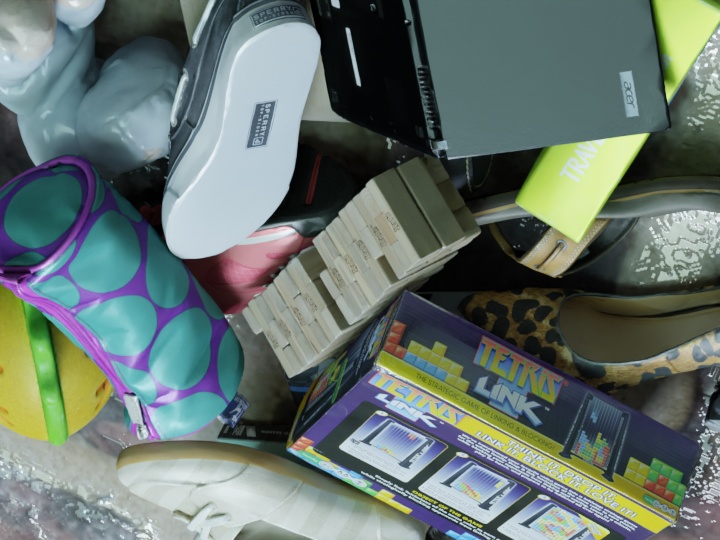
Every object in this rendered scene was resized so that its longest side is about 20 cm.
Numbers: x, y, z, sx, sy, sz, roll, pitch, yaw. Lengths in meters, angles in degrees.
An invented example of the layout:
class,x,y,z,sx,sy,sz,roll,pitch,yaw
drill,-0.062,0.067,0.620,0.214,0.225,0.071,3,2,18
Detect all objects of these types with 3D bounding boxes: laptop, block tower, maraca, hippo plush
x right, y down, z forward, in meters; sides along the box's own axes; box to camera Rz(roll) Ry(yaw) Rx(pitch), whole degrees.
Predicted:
class,x,y,z,sx,sy,sz,roll,pitch,yaw
laptop,0.053,-0.159,1.457,0.200,0.103,0.178,27,132,60
block tower,0.000,0.000,1.622,0.058,0.054,0.200,60,149,7
maraca,-0.200,0.038,1.747,0.106,0.200,0.138,-14,81,-7
hippo plush,-0.185,-0.107,1.628,0.199,0.160,0.161,-17,116,33

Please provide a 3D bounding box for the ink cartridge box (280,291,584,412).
class,x,y,z,sx,sy,sz,roll,pitch,yaw
ink cartridge box,0.048,0.062,1.729,0.199,0.039,0.100,-2,123,26

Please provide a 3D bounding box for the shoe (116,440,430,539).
class,x,y,z,sx,sy,sz,roll,pitch,yaw
shoe,-0.054,0.149,1.713,0.199,0.054,0.070,15,153,-10

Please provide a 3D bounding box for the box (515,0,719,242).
class,x,y,z,sx,sy,sz,roll,pitch,yaw
box,0.158,-0.121,1.482,0.047,0.122,0.200,32,132,1

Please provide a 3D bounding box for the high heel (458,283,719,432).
class,x,y,z,sx,sy,sz,roll,pitch,yaw
high heel,0.167,0.019,1.611,0.199,0.072,0.143,18,139,-10

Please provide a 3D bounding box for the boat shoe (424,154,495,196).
class,x,y,z,sx,sy,sz,roll,pitch,yaw
boat shoe,0.081,-0.119,1.554,0.062,0.073,0.201,19,126,14

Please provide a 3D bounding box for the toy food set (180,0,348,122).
class,x,y,z,sx,sy,sz,roll,pitch,yaw
toy food set,-0.027,-0.167,1.586,0.142,0.061,0.201,4,133,17

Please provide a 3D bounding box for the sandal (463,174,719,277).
class,x,y,z,sx,sy,sz,roll,pitch,yaw
sandal,0.128,-0.024,1.596,0.199,0.082,0.055,-3,93,19

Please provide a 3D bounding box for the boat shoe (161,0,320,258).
class,x,y,z,sx,sy,sz,roll,pitch,yaw
boat shoe,-0.076,-0.091,1.587,0.071,0.068,0.201,-9,142,-23

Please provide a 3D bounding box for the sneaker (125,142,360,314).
class,x,y,z,sx,sy,sz,roll,pitch,yaw
sneaker,-0.070,-0.018,1.715,0.199,0.074,0.087,-13,133,36

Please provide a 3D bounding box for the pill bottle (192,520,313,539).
class,x,y,z,sx,sy,sz,roll,pitch,yaw
pill bottle,-0.016,0.214,1.797,0.199,0.112,0.112,31,132,0

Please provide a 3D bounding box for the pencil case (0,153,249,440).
class,x,y,z,sx,sy,sz,roll,pitch,yaw
pencil case,-0.143,0.021,1.643,0.085,0.093,0.200,7,150,34

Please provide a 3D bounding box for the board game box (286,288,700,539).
class,x,y,z,sx,sy,sz,roll,pitch,yaw
board game box,0.075,0.104,1.656,0.199,0.057,0.165,28,151,-9

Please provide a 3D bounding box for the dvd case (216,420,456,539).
class,x,y,z,sx,sy,sz,roll,pitch,yaw
dvd case,0.012,0.166,1.835,0.199,0.022,0.147,2,125,23
